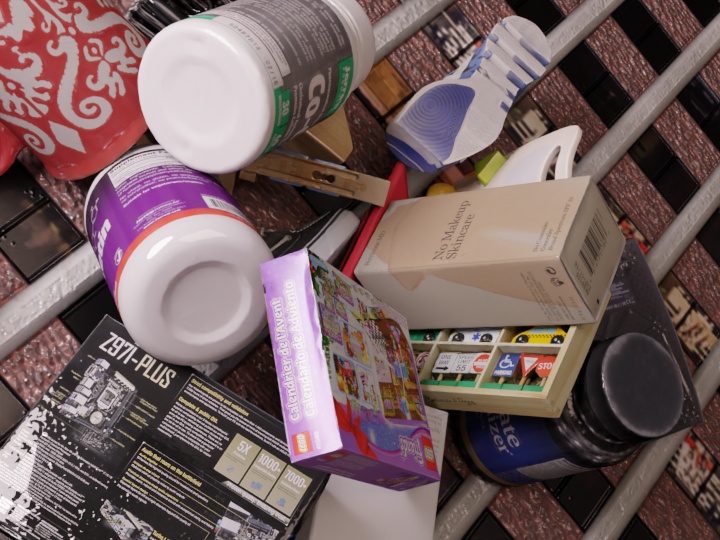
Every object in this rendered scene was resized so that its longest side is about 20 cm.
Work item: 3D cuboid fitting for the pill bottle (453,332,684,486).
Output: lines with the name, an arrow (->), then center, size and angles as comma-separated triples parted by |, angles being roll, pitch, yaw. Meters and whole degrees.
pill bottle -> 0.177, 0.118, 0.931 | 0.111, 0.200, 0.112 | 10, 68, -26

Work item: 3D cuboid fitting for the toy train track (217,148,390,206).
toy train track -> -0.073, -0.092, 0.943 | 0.199, 0.033, 0.115 | 15, 95, -2

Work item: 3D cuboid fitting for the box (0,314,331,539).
box -> -0.144, 0.157, 0.764 | 0.199, 0.086, 0.164 | 30, 63, 6

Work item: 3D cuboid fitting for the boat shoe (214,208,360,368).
boat shoe -> -0.074, -0.004, 0.911 | 0.071, 0.072, 0.200 | 40, 49, 7

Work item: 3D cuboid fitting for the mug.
mug -> -0.261, -0.161, 0.786 | 0.200, 0.133, 0.178 | 47, 68, -42

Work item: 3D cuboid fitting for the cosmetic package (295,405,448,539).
cosmetic package -> -0.004, 0.201, 0.873 | 0.112, 0.081, 0.201 | 22, 64, -21

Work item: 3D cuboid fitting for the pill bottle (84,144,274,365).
pill bottle -> -0.141, -0.022, 0.806 | 0.112, 0.200, 0.113 | -11, 120, -20

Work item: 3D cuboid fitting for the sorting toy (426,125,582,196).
sorting toy -> 0.150, -0.043, 0.988 | 0.106, 0.180, 0.201 | 8, 68, -27

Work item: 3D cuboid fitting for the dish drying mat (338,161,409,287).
dish drying mat -> 0.000, 0.000, 0.957 | 0.018, 0.077, 0.201 | 15, 58, 18

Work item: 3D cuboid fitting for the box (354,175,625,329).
box -> 0.104, -0.010, 0.893 | 0.078, 0.199, 0.095 | 53, 48, -33

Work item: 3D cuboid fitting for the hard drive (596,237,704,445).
hard drive -> 0.259, 0.074, 1.089 | 0.134, 0.042, 0.201 | -13, 79, -32

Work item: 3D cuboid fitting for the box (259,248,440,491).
box -> -0.003, 0.079, 0.777 | 0.200, 0.039, 0.137 | 37, 38, -62

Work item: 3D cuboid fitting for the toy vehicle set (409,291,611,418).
toy vehicle set -> 0.100, 0.060, 0.913 | 0.027, 0.199, 0.125 | 51, 54, -33

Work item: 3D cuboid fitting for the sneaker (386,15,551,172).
sneaker -> 0.096, -0.149, 1.037 | 0.081, 0.115, 0.199 | 45, 60, 0

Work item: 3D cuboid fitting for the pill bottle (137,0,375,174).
pill bottle -> -0.071, -0.157, 0.840 | 0.113, 0.113, 0.200 | 52, 36, -3

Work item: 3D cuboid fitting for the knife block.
knife block -> -0.113, -0.174, 0.957 | 0.175, 0.064, 0.201 | -7, 76, -31
